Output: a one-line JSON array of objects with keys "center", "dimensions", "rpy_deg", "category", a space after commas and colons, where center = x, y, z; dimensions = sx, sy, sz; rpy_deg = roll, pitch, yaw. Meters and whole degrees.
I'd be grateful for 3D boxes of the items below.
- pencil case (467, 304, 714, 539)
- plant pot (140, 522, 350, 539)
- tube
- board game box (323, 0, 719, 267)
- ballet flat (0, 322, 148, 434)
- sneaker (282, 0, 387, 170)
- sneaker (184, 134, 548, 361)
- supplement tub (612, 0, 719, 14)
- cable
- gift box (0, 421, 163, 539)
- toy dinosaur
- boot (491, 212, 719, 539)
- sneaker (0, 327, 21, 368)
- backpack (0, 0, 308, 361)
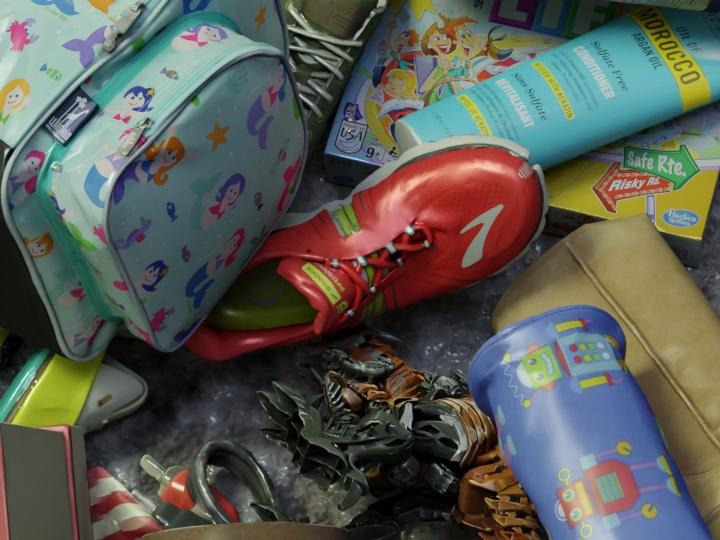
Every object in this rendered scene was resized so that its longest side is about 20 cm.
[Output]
[{"center": [0.116, 0.114, 1.290], "dimensions": [0.078, 0.087, 0.200], "rpy_deg": [-25, 59, 5], "category": "pencil case"}, {"center": [-0.049, 0.215, 1.262], "dimensions": [0.186, 0.187, 0.201], "rpy_deg": [-3, 78, 2], "category": "plant pot"}, {"center": [0.116, -0.090, 1.454], "dimensions": [0.200, 0.050, 0.078], "rpy_deg": [-24, 65, -13], "category": "tube"}, {"center": [0.095, -0.089, 1.496], "dimensions": [0.199, 0.034, 0.135], "rpy_deg": [13, 67, 9], "category": "board game box"}, {"center": [-0.128, 0.032, 1.442], "dimensions": [0.067, 0.067, 0.200], "rpy_deg": [28, 67, -8], "category": "ballet flat"}, {"center": [-0.031, -0.119, 1.470], "dimensions": [0.067, 0.090, 0.201], "rpy_deg": [27, 59, -16], "category": "sneaker"}, {"center": [0.000, 0.000, 1.392], "dimensions": [0.200, 0.085, 0.077], "rpy_deg": [-23, 105, 21], "category": "sneaker"}, {"center": [0.108, -0.208, 1.424], "dimensions": [0.199, 0.145, 0.145], "rpy_deg": [6, 66, -4], "category": "supplement tub"}, {"center": [-0.044, 0.160, 1.401], "dimensions": [0.200, 0.050, 0.097], "rpy_deg": [39, 56, 6], "category": "cable"}, {"center": [-0.196, 0.162, 1.301], "dimensions": [0.199, 0.187, 0.185], "rpy_deg": [-1, 85, 6], "category": "gift box"}, {"center": [0.022, 0.086, 1.365], "dimensions": [0.135, 0.200, 0.102], "rpy_deg": [-15, 107, -31], "category": "toy dinosaur"}, {"center": [0.173, 0.036, 1.370], "dimensions": [0.175, 0.066, 0.200], "rpy_deg": [-37, 47, 3], "category": "boot"}, {"center": [-0.185, -0.045, 1.468], "dimensions": [0.085, 0.078, 0.200], "rpy_deg": [23, 69, 14], "category": "sneaker"}, {"center": [-0.111, -0.074, 1.358], "dimensions": [0.150, 0.178, 0.200], "rpy_deg": [22, 63, 22], "category": "backpack"}]
